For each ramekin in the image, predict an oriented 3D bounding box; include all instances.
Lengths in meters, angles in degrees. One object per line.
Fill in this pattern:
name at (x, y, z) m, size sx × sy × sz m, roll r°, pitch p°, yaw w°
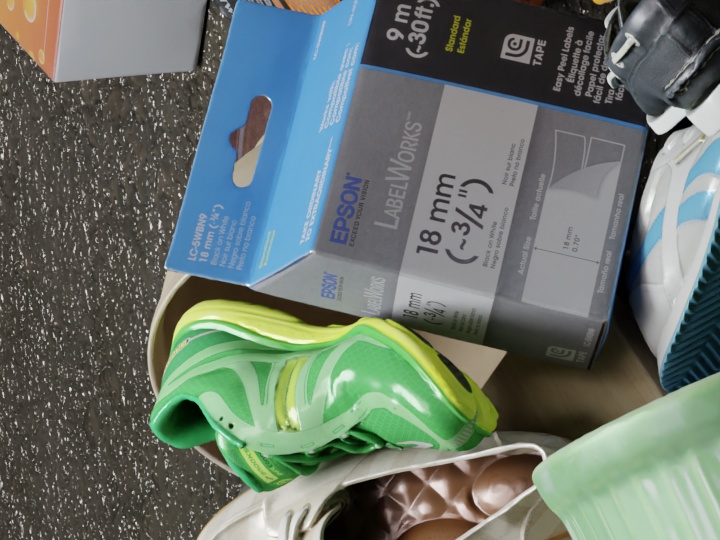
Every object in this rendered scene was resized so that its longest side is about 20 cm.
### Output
ramekin at (0.176, 0.086, 1.167) m, size 0.200 × 0.200 × 0.098 m, roll -37°, pitch 72°, yaw 57°

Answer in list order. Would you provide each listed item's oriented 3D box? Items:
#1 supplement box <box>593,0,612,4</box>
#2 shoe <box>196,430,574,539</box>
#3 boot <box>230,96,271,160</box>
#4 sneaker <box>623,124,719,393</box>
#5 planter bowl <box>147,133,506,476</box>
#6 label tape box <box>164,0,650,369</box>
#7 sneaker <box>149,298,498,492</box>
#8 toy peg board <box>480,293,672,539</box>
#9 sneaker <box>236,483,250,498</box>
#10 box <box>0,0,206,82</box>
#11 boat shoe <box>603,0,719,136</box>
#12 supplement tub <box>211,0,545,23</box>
supplement box at (0.094, -0.218, 1.258) m, size 0.200 × 0.074 × 0.126 m, roll 51°, pitch 154°, yaw -13°
shoe at (0.008, 0.110, 1.353) m, size 0.200 × 0.053 × 0.070 m, roll -17°, pitch 78°, yaw 19°
boot at (-0.058, -0.032, 1.702) m, size 0.200 × 0.072 × 0.167 m, roll 153°, pitch 119°, yaw -61°
sneaker at (0.163, -0.040, 1.277) m, size 0.200 × 0.076 × 0.081 m, roll -65°, pitch 34°, yaw 38°
planter bowl at (0.000, 0.000, 1.486) m, size 0.135 × 0.200 × 0.200 m, roll -87°, pitch 15°, yaw -45°
label tape box at (0.025, -0.052, 1.343) m, size 0.063 × 0.200 × 0.144 m, roll 96°, pitch -173°, yaw -68°
sneaker at (-0.017, 0.065, 1.347) m, size 0.200 × 0.074 × 0.084 m, roll 5°, pitch 61°, yaw 47°
toy peg board at (0.127, 0.139, 1.391) m, size 0.199 × 0.098 × 0.200 m, roll -57°, pitch 47°, yaw 29°
sneaker at (0.006, 0.152, 1.407) m, size 0.108 × 0.067 × 0.202 m, roll -51°, pitch 47°, yaw 37°
box at (-0.176, -0.214, 1.811) m, size 0.200 × 0.097 × 0.125 m, roll 45°, pitch 134°, yaw 47°
boat shoe at (0.132, -0.099, 1.231) m, size 0.060 × 0.076 × 0.200 m, roll 41°, pitch 179°, yaw -3°
supplement tub at (0.010, -0.167, 1.466) m, size 0.200 × 0.122 × 0.123 m, roll 10°, pitch 106°, yaw 59°
